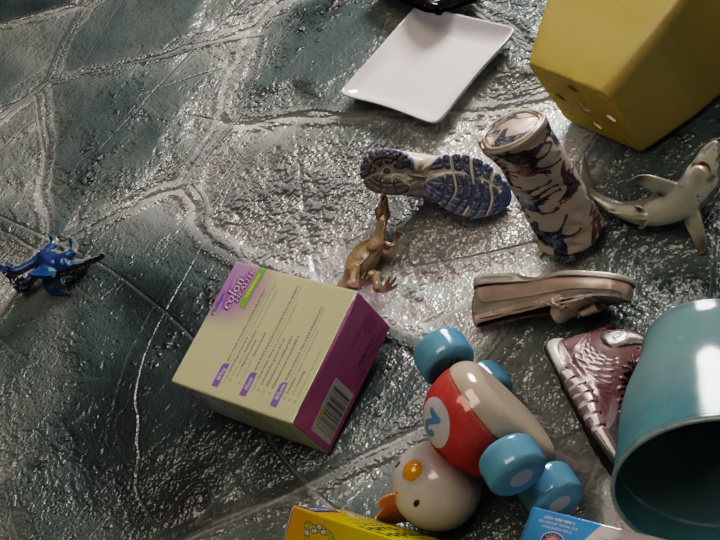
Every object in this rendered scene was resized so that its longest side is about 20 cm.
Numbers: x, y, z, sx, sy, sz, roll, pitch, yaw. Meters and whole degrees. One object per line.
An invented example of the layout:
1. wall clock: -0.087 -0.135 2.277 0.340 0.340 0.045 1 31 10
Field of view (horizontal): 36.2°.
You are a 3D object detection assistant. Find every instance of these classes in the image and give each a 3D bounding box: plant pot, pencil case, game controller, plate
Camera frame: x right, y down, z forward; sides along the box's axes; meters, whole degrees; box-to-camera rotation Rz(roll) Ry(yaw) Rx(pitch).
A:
1. plant pot: 0.333 -0.271 1.380 0.200 0.200 0.177 33 85 42
2. plant pot: 0.337 0.137 1.042 0.200 0.200 0.188 -11 37 21
3. pencil case: 0.211 -0.100 1.287 0.089 0.200 0.078 -33 34 6
4. game controller: 0.099 -0.445 1.725 0.104 0.042 0.200 -15 33 -27
5. plate: 0.101 -0.301 1.629 0.200 0.032 0.200 25 67 40

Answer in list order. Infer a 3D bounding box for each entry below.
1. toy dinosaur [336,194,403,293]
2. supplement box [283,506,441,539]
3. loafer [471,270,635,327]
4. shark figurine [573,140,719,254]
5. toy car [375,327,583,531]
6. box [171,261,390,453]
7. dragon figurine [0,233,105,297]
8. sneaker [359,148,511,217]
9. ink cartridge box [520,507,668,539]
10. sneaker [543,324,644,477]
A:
1. toy dinosaur: 0.000 0.000 1.434 0.200 0.058 0.101 -54 30 -2
2. supplement box: 0.027 0.312 1.088 0.200 0.109 0.110 9 82 33
3. loafer: 0.219 0.038 1.270 0.200 0.072 0.063 -1 70 35
4. shark figurine: 0.354 -0.090 1.307 0.089 0.128 0.214 -34 20 -37
5. toy car: 0.088 0.202 1.140 0.200 0.177 0.184 -41 47 10
6. box: -0.097 0.103 1.347 0.200 0.097 0.176 13 68 35
7. dragon figurine: -0.461 0.001 1.665 0.200 0.059 0.100 12 60 35
8. sneaker: 0.105 -0.122 1.448 0.199 0.085 0.077 16 98 13
9. ink cartridge box: 0.201 0.338 1.012 0.146 0.084 0.200 9 59 33
10. sneaker: 0.278 0.126 1.154 0.115 0.076 0.200 -25 45 4
